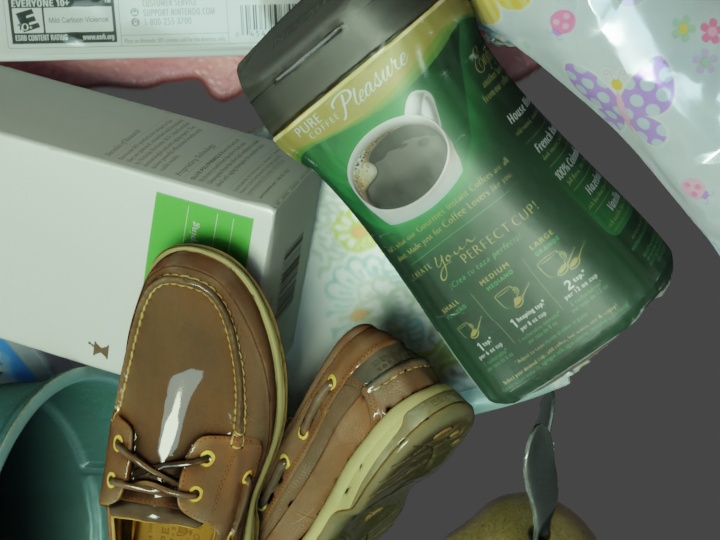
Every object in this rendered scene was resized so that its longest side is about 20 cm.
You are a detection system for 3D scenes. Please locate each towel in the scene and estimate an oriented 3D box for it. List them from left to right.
[{"bbox_3d":[0.000,0.000,0.892,0.200,0.048,0.171,-17,101,15],"label":"towel"}]

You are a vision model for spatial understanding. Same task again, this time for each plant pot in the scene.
[{"bbox_3d":[-0.214,0.142,0.869,0.196,0.200,0.200,1,108,23],"label":"plant pot"}]

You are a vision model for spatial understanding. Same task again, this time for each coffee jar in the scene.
[{"bbox_3d":[0.041,-0.046,0.800,0.104,0.085,0.200,-36,97,28],"label":"coffee jar"}]

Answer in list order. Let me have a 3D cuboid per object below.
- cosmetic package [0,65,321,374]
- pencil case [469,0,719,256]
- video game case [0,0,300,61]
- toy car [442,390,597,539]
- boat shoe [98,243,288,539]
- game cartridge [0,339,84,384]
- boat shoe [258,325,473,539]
[{"bbox_3d":[-0.128,-0.022,0.844,0.200,0.085,0.108,14,115,11],"label":"cosmetic package"},{"bbox_3d":[0.142,-0.089,0.816,0.200,0.083,0.091,42,94,-6],"label":"pencil case"},{"bbox_3d":[-0.085,-0.189,0.836,0.200,0.024,0.182,-1,112,2],"label":"video game case"},{"bbox_3d":[0.057,0.159,0.879,0.158,0.164,0.200,17,100,4],"label":"toy car"},{"bbox_3d":[-0.077,0.087,0.789,0.072,0.068,0.200,13,118,12],"label":"boat shoe"},{"bbox_3d":[-0.225,0.059,0.957,0.133,0.040,0.200,-42,97,16],"label":"game cartridge"},{"bbox_3d":[-0.020,0.101,0.863,0.068,0.072,0.200,52,133,18],"label":"boat shoe"}]
